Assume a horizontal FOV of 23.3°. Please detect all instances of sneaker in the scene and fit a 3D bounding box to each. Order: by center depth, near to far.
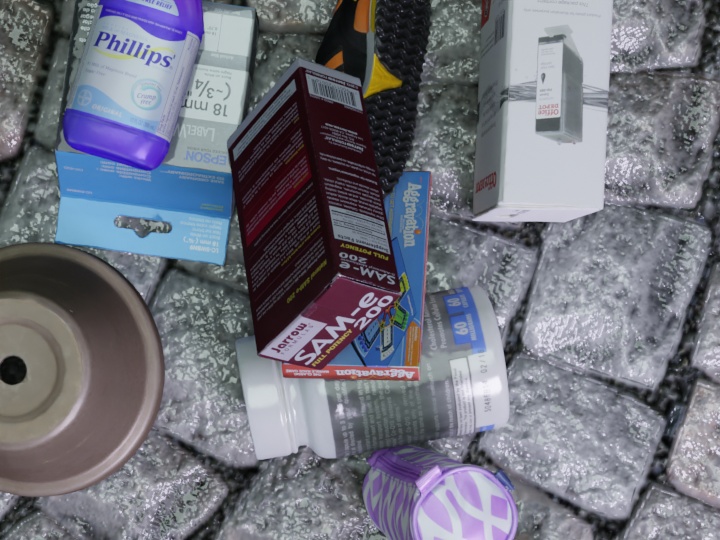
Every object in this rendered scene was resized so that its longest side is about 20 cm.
[{"bbox_3d":[-0.005,-0.136,1.385,0.070,0.090,0.201,19,82,-36],"label":"sneaker"}]

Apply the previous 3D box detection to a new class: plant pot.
[{"bbox_3d":[-0.251,0.077,1.312,0.199,0.175,0.202,0,88,-3],"label":"plant pot"}]

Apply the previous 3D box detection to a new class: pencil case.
[{"bbox_3d":[0.054,0.176,1.313,0.085,0.200,0.084,42,80,-6],"label":"pencil case"}]

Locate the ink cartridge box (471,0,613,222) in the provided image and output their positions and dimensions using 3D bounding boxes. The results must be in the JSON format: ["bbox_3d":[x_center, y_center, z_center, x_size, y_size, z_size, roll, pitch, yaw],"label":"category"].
[{"bbox_3d":[0.140,-0.141,1.357,0.082,0.147,0.202,3,88,-5],"label":"ink cartridge box"}]

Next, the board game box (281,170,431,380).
[{"bbox_3d":[0.000,0.000,1.340,0.102,0.020,0.201,0,48,6],"label":"board game box"}]

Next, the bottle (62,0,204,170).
[{"bbox_3d":[-0.161,-0.180,1.319,0.083,0.065,0.201,17,86,1],"label":"bottle"}]

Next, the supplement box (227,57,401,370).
[{"bbox_3d":[-0.037,-0.042,1.274,0.061,0.109,0.201,15,49,-32],"label":"supplement box"}]

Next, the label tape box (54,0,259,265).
[{"bbox_3d":[-0.163,-0.114,1.381,0.143,0.063,0.201,7,86,-2],"label":"label tape box"}]

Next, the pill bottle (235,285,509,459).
[{"bbox_3d":[0.008,0.083,1.355,0.199,0.114,0.115,-10,88,-4],"label":"pill bottle"}]
